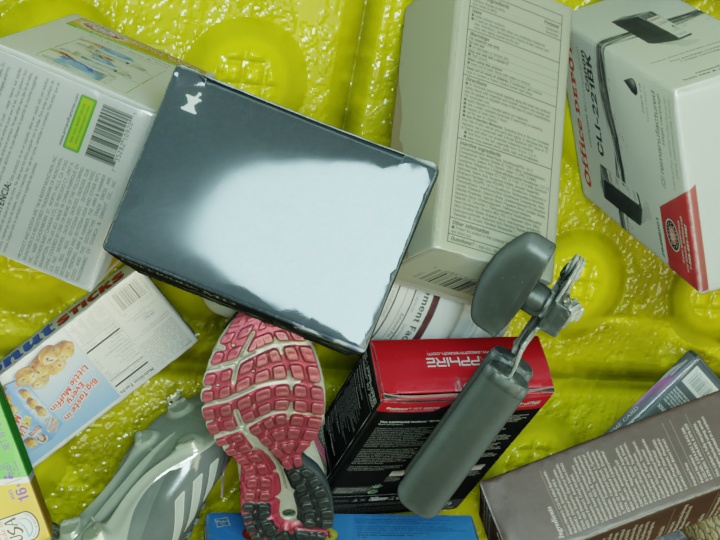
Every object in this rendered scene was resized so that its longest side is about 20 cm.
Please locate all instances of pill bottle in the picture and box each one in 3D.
[{"bbox_3d":[0.000,0.000,1.142,0.200,0.113,0.113,18,104,-25],"label":"pill bottle"}]

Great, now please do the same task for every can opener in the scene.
[{"bbox_3d":[0.078,0.064,1.051,0.066,0.053,0.200,30,110,4],"label":"can opener"}]

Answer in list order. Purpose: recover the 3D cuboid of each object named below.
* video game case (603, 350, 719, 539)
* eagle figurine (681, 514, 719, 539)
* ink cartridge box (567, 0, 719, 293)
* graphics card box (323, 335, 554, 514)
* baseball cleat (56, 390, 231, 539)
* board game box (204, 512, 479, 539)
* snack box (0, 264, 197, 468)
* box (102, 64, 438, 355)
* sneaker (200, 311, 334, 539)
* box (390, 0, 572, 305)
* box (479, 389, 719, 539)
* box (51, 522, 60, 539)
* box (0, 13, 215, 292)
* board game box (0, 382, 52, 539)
[{"bbox_3d":[0.235,0.178,1.349,0.200,0.019,0.143,-44,118,2],"label":"video game case"},{"bbox_3d":[0.299,0.257,1.325,0.151,0.152,0.200,-36,125,20],"label":"eagle figurine"},{"bbox_3d":[0.213,-0.094,1.133,0.084,0.200,0.145,-17,115,-9],"label":"ink cartridge box"},{"bbox_3d":[0.040,0.112,1.174,0.125,0.051,0.200,-2,149,-19],"label":"graphics card box"},{"bbox_3d":[-0.137,0.169,1.161,0.200,0.070,0.107,-44,127,-29],"label":"baseball cleat"},{"bbox_3d":[-0.021,0.273,1.237,0.199,0.056,0.196,2,120,-9],"label":"board game box"},{"bbox_3d":[-0.212,0.081,1.147,0.200,0.024,0.072,-38,118,-2],"label":"snack box"},{"bbox_3d":[-0.050,-0.026,0.951,0.148,0.200,0.107,22,85,-1],"label":"box"},{"bbox_3d":[-0.063,0.097,1.118,0.080,0.075,0.200,-5,130,-3],"label":"sneaker"},{"bbox_3d":[0.076,-0.086,1.097,0.095,0.078,0.200,17,67,-24],"label":"box"},{"bbox_3d":[0.192,0.166,1.254,0.200,0.075,0.100,-21,158,-6],"label":"box"},{"bbox_3d":[-0.259,0.272,1.198,0.137,0.040,0.200,32,97,-28],"label":"box"},{"bbox_3d":[-0.165,-0.076,0.993,0.101,0.200,0.113,23,104,-1],"label":"box"},{"bbox_3d":[-0.321,0.137,1.097,0.200,0.040,0.153,-19,106,-6],"label":"board game box"}]
